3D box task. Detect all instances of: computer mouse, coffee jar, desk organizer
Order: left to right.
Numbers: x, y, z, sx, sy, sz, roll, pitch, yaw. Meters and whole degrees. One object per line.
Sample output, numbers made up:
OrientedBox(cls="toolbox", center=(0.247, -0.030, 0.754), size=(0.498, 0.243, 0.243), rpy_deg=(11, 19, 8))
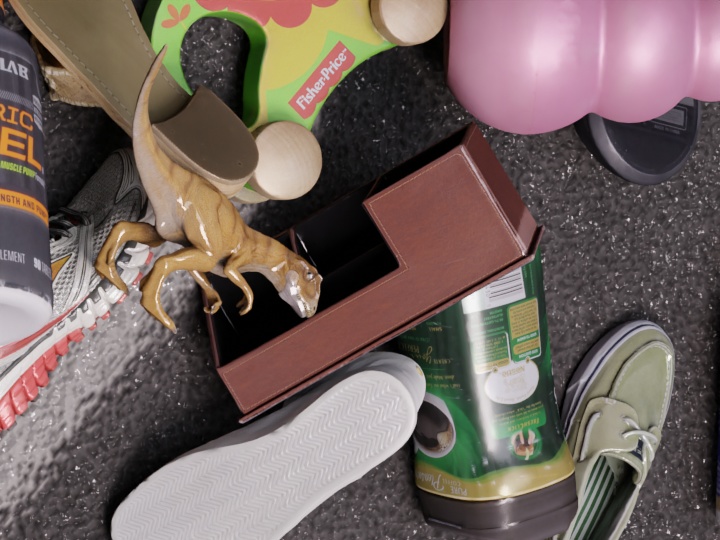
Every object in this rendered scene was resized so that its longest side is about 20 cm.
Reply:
OrientedBox(cls="desk organizer", center=(0.000, 0.000, 1.700), size=(0.200, 0.072, 0.077), rpy_deg=(-30, 98, 15))
OrientedBox(cls="coffee jar", center=(0.073, 0.067, 1.796), size=(0.085, 0.104, 0.201), rpy_deg=(-15, 102, -28))
OrientedBox(cls="computer mouse", center=(0.177, -0.147, 1.877), size=(0.138, 0.053, 0.201), rpy_deg=(18, 72, -29))

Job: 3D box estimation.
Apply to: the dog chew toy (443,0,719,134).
OrientedBox(cls="dog chew toy", center=(0.151, -0.142, 1.771), size=(0.199, 0.125, 0.125), rpy_deg=(2, 93, -1))

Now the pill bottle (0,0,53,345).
OrientedBox(cls="pill bottle", center=(-0.223, -0.065, 1.587), size=(0.106, 0.106, 0.201), rpy_deg=(5, 68, -31))

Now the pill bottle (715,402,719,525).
OrientedBox(cls="pill bottle", center=(0.294, 0.071, 1.920), size=(0.119, 0.120, 0.201), rpy_deg=(1, 94, -31))

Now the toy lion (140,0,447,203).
OrientedBox(cls="toy lion", center=(-0.060, -0.168, 1.729), size=(0.192, 0.069, 0.200), rpy_deg=(44, 72, -19))

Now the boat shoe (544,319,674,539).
OrientedBox(cls="boat shoe", center=(0.159, 0.121, 1.866), size=(0.072, 0.062, 0.201), rpy_deg=(37, 66, -27))

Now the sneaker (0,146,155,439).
OrientedBox(cls="sneaker", center=(-0.186, 0.006, 1.651), size=(0.082, 0.078, 0.200), rpy_deg=(46, 71, -24))

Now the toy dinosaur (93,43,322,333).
OrientedBox(cls="toy dinosaur", center=(-0.099, -0.032, 1.611), size=(0.106, 0.060, 0.200), rpy_deg=(-50, 131, -8))

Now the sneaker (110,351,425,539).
OrientedBox(cls="sneaker", center=(-0.047, 0.114, 1.743), size=(0.199, 0.116, 0.074), rpy_deg=(-27, 93, 11))

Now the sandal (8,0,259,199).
OrientedBox(cls="sandal", center=(-0.151, -0.109, 1.666), size=(0.212, 0.070, 0.078), rpy_deg=(47, 44, 6))
